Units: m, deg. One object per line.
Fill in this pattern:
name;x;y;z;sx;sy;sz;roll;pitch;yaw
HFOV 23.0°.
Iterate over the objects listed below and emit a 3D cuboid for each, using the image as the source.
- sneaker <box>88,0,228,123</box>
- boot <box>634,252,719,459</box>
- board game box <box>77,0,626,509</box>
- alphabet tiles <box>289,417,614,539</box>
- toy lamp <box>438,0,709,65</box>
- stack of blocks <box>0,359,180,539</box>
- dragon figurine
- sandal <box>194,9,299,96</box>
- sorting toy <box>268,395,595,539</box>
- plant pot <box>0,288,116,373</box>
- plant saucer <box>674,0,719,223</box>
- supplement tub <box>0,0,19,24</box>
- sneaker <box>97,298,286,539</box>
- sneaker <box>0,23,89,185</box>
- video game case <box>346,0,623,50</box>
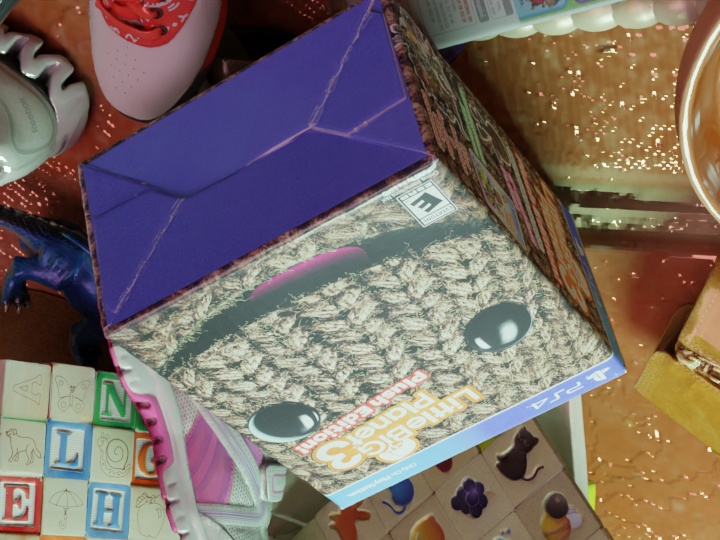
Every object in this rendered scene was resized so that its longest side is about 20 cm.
sneaker;-0.094;-0.145;0.736;0.067;0.108;0.202;29;118;13
boot;0.199;0.090;0.869;0.143;0.071;0.202;25;128;15
board game box;0.000;0.000;0.786;0.159;0.097;0.200;-28;142;17
alphabet tiles;0.040;0.170;0.872;0.200;0.006;0.167;-44;63;23
toy lamp;0.115;-0.113;0.762;0.199;0.058;0.058;0;124;28
stack of blocks;-0.131;0.117;0.957;0.058;0.116;0.199;-8;165;43
dragon figurine;-0.141;-0.006;0.956;0.099;0.059;0.200;-31;111;36
sandal;-0.048;-0.093;0.843;0.057;0.080;0.201;-30;107;23
sorting toy;0.050;0.091;0.919;0.199;0.107;0.181;16;117;29
plant pot;-0.222;0.142;1.012;0.185;0.200;0.187;13;128;18
plant saucer;0.225;-0.079;0.709;0.199;0.032;0.201;-2;135;-2
supplement tub;-0.164;-0.197;0.800;0.107;0.107;0.200;43;129;-8
sneaker;-0.065;0.084;0.896;0.088;0.081;0.201;-19;96;-7
sneaker;-0.238;-0.117;0.911;0.199;0.081;0.075;34;133;1
video game case;0.053;-0.199;0.716;0.181;0.022;0.201;-11;101;31
